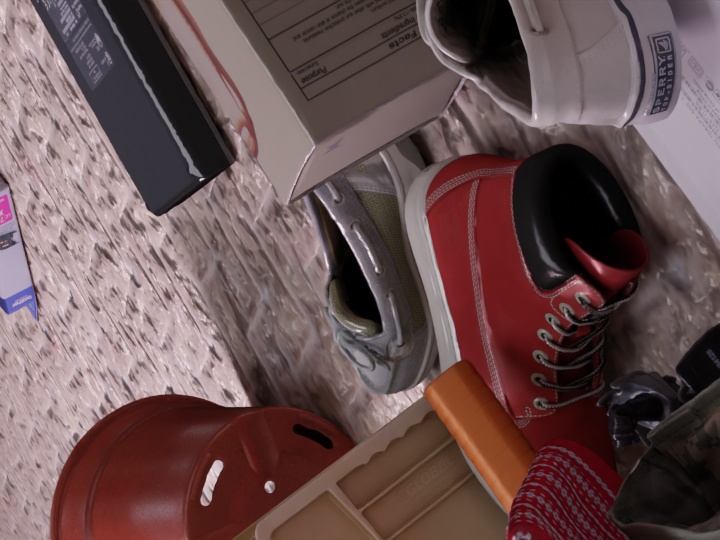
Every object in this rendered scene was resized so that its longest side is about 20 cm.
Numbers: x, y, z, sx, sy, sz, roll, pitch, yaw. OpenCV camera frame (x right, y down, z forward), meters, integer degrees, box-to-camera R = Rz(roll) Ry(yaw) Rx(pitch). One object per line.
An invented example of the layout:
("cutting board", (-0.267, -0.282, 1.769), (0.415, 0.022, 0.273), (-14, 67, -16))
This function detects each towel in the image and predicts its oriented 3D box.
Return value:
("towel", (0.115, 0.125, 0.701), (0.145, 0.023, 0.200), (43, -172, 4))

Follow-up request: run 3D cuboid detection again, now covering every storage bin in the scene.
("storage bin", (0.013, 0.140, 1.023), (0.094, 0.198, 0.200), (54, 158, 4))

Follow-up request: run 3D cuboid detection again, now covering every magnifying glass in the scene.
("magnifying glass", (0.095, 0.126, 0.840), (0.201, 0.079, 0.022), (55, -170, 19))

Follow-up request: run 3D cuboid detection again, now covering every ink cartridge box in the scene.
("ink cartridge box", (-0.372, -0.041, 1.873), (0.119, 0.042, 0.201), (46, 156, 33))

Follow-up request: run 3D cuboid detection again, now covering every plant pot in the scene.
("plant pot", (-0.093, 0.178, 1.345), (0.195, 0.200, 0.202), (-18, 101, 60))

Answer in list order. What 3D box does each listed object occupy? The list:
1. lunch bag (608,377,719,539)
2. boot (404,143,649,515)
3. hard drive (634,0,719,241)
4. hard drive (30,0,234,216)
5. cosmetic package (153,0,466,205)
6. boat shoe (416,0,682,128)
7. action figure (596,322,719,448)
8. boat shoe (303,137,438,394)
("lunch bag", (0.189, 0.096, 0.631), (0.164, 0.118, 0.200), (38, 157, -5))
("boot", (0.096, 0.041, 0.876), (0.144, 0.072, 0.201), (0, 111, 64))
("hard drive", (0.147, -0.085, 0.664), (0.132, 0.025, 0.200), (55, 159, 13))
("hard drive", (-0.162, -0.139, 1.278), (0.201, 0.033, 0.139), (61, 159, -2))
("cosmetic package", (-0.042, -0.148, 0.906), (0.201, 0.103, 0.087), (58, 161, 10))
("boat shoe", (0.054, -0.104, 0.743), (0.200, 0.065, 0.072), (-122, 26, -53))
("action figure", (0.158, 0.081, 0.798), (0.130, 0.069, 0.200), (40, 158, 17))
("boat shoe", (0.001, 0.000, 1.048), (0.074, 0.065, 0.203), (46, 155, 32))
